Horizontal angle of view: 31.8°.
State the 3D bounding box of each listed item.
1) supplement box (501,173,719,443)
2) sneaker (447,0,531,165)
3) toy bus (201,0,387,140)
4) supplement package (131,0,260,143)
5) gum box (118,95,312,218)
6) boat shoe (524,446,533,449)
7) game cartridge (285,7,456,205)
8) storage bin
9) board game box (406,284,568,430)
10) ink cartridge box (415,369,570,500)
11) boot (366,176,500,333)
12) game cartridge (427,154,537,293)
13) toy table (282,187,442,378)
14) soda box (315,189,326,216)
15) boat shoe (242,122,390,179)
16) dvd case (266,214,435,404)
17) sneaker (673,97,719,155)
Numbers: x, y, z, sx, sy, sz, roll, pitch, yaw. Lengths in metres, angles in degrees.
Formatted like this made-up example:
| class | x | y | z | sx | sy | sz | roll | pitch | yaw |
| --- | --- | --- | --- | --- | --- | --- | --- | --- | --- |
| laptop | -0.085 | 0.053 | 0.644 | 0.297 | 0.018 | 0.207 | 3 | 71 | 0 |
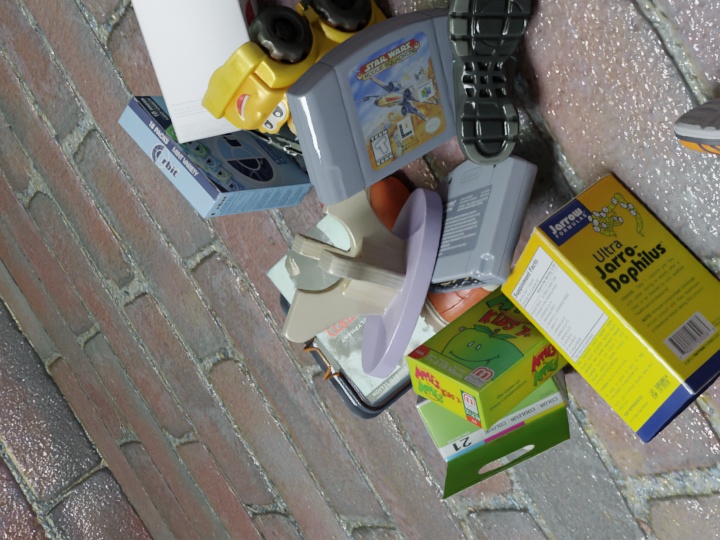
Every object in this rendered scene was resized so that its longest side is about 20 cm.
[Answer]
| class | x | y | z | sx | sy | sz | roll | pitch | yaw |
| --- | --- | --- | --- | --- | --- | --- | --- | --- | --- |
| supplement box | 0.243 | 0.033 | 1.152 | 0.200 | 0.109 | 0.109 | 48 | 151 | 15 |
| sneaker | 0.110 | -0.201 | 1.159 | 0.079 | 0.074 | 0.202 | -100 | 12 | -64 |
| toy bus | -0.033 | -0.179 | 1.284 | 0.192 | 0.200 | 0.136 | 50 | 143 | -1 |
| supplement package | -0.175 | -0.271 | 1.451 | 0.122 | 0.118 | 0.202 | -88 | -15 | -58 |
| gum box | -0.173 | -0.144 | 1.552 | 0.170 | 0.199 | 0.045 | 47 | 116 | 17 |
| boat shoe | 0.142 | 0.119 | 1.445 | 0.200 | 0.074 | 0.061 | 45 | 149 | 20 |
| game cartridge | 0.026 | -0.164 | 1.197 | 0.041 | 0.199 | 0.134 | 30 | 144 | 46 |
| storage bin | 0.010 | 0.064 | 1.544 | 0.201 | 0.145 | 0.134 | 55 | 143 | 2 |
| board game box | 0.151 | 0.065 | 1.234 | 0.101 | 0.199 | 0.048 | 23 | 138 | 46 |
| ink cartridge box | 0.135 | 0.138 | 1.301 | 0.076 | 0.147 | 0.200 | 61 | -168 | -9 |
| boot | 0.081 | -0.038 | 1.399 | 0.201 | 0.075 | 0.107 | 56 | 134 | 12 |
| game cartridge | 0.112 | -0.048 | 1.257 | 0.040 | 0.135 | 0.200 | 15 | 172 | -16 |
| toy table | 0.000 | 0.000 | 1.312 | 0.116 | 0.202 | 0.184 | 17 | 173 | -16 |
| soda box | -0.024 | -0.142 | 1.450 | 0.070 | 0.063 | 0.202 | 17 | 133 | 50 |
| boat shoe | -0.055 | -0.140 | 1.363 | 0.198 | 0.075 | 0.066 | 25 | 128 | -2 |
| dvd case | -0.002 | 0.037 | 1.458 | 0.146 | 0.022 | 0.201 | -41 | 88 | 33 |
| sneaker | 0.325 | -0.070 | 0.946 | 0.199 | 0.077 | 0.113 | 15 | 131 | 52 |
